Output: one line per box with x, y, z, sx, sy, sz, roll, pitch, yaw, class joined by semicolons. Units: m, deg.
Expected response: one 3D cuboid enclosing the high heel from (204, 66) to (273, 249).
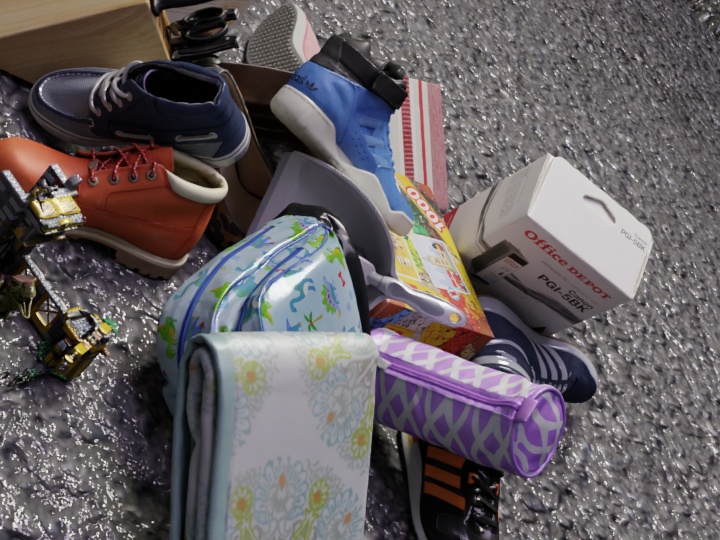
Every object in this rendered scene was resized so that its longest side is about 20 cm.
-0.090;-0.081;1.302;0.200;0.143;0.071;42;54;4;high heel

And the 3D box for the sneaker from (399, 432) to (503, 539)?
0.091;0.177;1.273;0.070;0.090;0.201;26;34;-32;sneaker

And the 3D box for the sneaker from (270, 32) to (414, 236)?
0.014;-0.124;1.325;0.200;0.111;0.077;47;-10;-37;sneaker

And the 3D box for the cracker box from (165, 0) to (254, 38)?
-0.149;-0.290;1.443;0.058;0.200;0.133;54;29;17;cracker box

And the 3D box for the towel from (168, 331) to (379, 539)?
-0.060;0.143;1.045;0.170;0.048;0.203;2;94;-52;towel

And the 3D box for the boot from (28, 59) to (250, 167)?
-0.189;-0.145;1.222;0.198;0.091;0.074;11;67;12;boot

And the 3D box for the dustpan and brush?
0.000;0.000;1.291;0.198;0.141;0.057;24;6;-15;dustpan and brush

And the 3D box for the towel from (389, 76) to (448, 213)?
0.037;-0.137;1.603;0.199;0.023;0.146;1;84;-59;towel

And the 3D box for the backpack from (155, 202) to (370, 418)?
-0.072;0.051;1.163;0.199;0.153;0.165;-21;109;-41;backpack

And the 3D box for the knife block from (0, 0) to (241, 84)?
-0.206;-0.223;1.288;0.198;0.176;0.064;24;33;-25;knife block

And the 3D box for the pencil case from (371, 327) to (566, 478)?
0.074;0.105;1.245;0.084;0.198;0.086;-54;141;-26;pencil case

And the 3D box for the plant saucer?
-0.084;-0.151;1.411;0.199;0.199;0.033;17;78;-42;plant saucer

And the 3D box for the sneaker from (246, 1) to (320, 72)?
-0.060;-0.201;1.593;0.105;0.075;0.201;44;18;-33;sneaker

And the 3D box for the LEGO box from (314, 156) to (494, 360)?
0.025;-0.006;1.438;0.148;0.077;0.201;19;38;-41;LEGO box

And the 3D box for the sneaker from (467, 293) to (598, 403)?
0.170;0.113;1.491;0.199;0.070;0.109;33;37;-33;sneaker

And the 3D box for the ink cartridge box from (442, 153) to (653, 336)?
0.171;-0.013;1.504;0.146;0.200;0.083;36;57;-16;ink cartridge box

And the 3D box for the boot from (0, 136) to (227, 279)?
-0.202;-0.074;1.190;0.199;0.107;0.076;22;37;-35;boot

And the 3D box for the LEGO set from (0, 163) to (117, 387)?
-0.242;0.004;1.017;0.199;0.116;0.155;-3;55;-55;LEGO set
